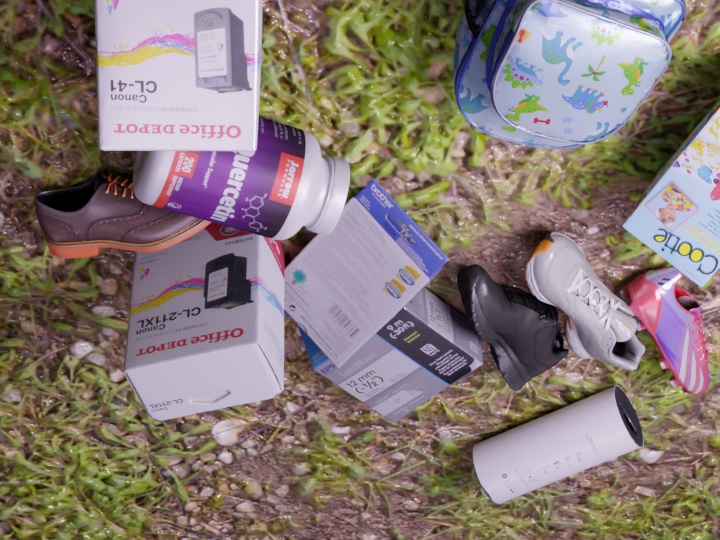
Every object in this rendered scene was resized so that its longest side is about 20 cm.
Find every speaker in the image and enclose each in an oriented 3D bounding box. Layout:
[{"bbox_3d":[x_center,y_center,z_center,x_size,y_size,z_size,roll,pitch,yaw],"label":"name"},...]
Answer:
[{"bbox_3d":[0.239,0.212,1.831,0.199,0.082,0.081,-26,131,22],"label":"speaker"}]

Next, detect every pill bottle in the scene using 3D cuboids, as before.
[{"bbox_3d":[-0.116,-0.097,1.479,0.199,0.113,0.113,15,133,-17],"label":"pill bottle"}]

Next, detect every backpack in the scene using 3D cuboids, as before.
[{"bbox_3d":[0.177,-0.201,1.366,0.182,0.148,0.200,14,136,-14],"label":"backpack"}]

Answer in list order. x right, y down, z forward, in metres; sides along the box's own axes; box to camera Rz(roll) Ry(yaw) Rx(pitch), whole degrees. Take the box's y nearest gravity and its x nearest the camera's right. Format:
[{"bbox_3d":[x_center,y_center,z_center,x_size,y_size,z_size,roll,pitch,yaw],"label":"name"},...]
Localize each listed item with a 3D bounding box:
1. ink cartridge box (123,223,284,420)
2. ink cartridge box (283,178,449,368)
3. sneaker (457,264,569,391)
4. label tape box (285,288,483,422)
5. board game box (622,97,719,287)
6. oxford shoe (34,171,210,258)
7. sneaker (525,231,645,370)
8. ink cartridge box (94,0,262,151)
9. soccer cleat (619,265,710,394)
[{"bbox_3d":[-0.157,0.040,1.552,0.145,0.201,0.083,-12,135,9],"label":"ink cartridge box"},{"bbox_3d":[0.000,0.000,1.596,0.119,0.042,0.200,47,126,3],"label":"ink cartridge box"},{"bbox_3d":[0.170,0.050,1.682,0.090,0.076,0.200,-26,138,9],"label":"sneaker"},{"bbox_3d":[0.019,0.073,1.691,0.143,0.066,0.200,-35,129,28],"label":"label tape box"},{"bbox_3d":[0.365,-0.101,1.482,0.105,0.103,0.200,38,129,3],"label":"board game box"},{"bbox_3d":[-0.237,-0.064,1.539,0.199,0.071,0.073,-11,130,9],"label":"oxford shoe"},{"bbox_3d":[0.252,0.034,1.629,0.076,0.092,0.200,-51,132,-12],"label":"sneaker"},{"bbox_3d":[-0.160,-0.210,1.332,0.147,0.086,0.201,0,108,-5],"label":"ink cartridge box"},{"bbox_3d":[0.364,0.071,1.710,0.076,0.067,0.200,-27,128,17],"label":"soccer cleat"}]
